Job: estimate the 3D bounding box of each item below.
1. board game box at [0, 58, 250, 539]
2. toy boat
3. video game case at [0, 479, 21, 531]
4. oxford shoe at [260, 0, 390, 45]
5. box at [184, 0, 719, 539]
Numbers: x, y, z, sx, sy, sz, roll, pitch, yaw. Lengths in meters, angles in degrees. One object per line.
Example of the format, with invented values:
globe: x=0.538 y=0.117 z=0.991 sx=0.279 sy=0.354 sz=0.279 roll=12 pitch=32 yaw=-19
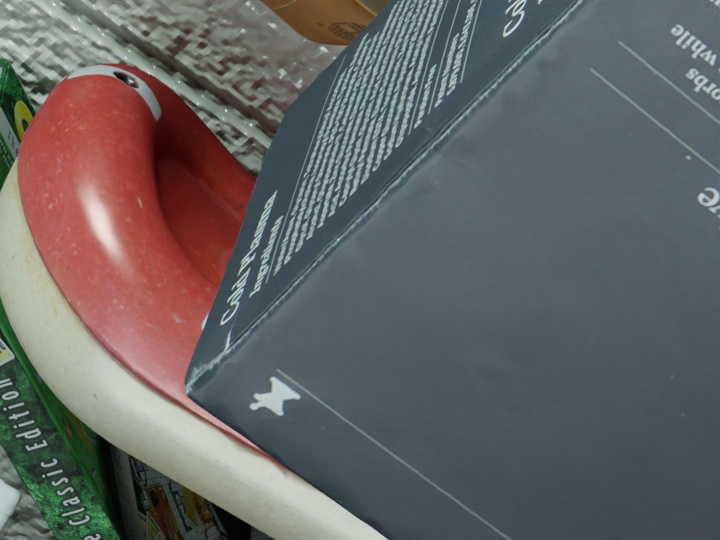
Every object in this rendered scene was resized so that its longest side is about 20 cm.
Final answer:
board game box: x=-0.081 y=0.044 z=0.908 sx=0.023 sy=0.105 sz=0.200 roll=-15 pitch=125 yaw=15
toy boat: x=0.000 y=0.000 z=0.829 sx=0.200 sy=0.131 sz=0.131 roll=30 pitch=108 yaw=-3
video game case: x=-0.182 y=0.037 z=0.936 sx=0.143 sy=0.017 sz=0.200 roll=32 pitch=171 yaw=-10
oxford shoe: x=-0.053 y=-0.127 z=0.752 sx=0.071 sy=0.071 sz=0.200 roll=-17 pitch=122 yaw=47
box: x=0.103 y=-0.002 z=0.569 sx=0.200 sy=0.104 sz=0.182 roll=37 pitch=124 yaw=-14
